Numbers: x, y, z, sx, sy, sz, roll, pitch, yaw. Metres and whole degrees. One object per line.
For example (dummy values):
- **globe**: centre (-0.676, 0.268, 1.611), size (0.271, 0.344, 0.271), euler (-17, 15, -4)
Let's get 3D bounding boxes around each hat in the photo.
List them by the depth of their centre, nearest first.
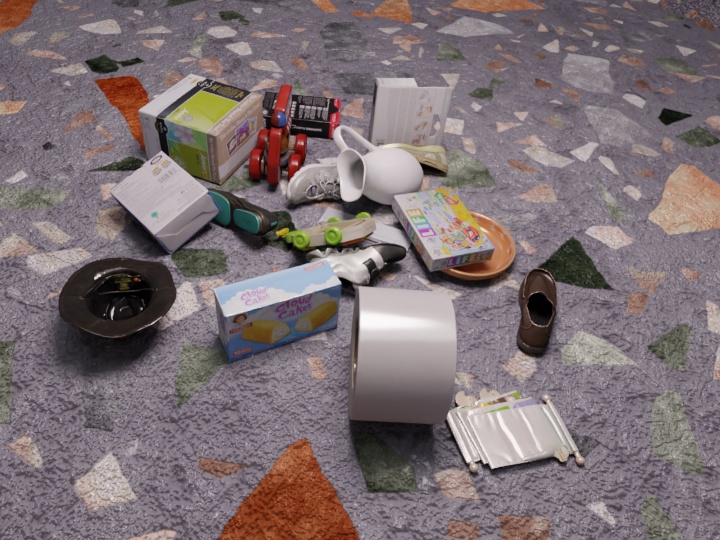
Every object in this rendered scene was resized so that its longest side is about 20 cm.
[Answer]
- **hat**: centre (-0.400, 0.064, 0.985), size (0.200, 0.081, 0.201), euler (6, 36, -5)

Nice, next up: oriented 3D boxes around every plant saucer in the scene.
- **plant saucer**: centre (0.215, -0.049, 1.210), size (0.200, 0.037, 0.200), euler (4, 44, -4)

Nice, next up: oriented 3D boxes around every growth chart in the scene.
- **growth chart**: centre (0.234, 0.247, 0.929), size (0.200, 0.018, 0.145), euler (-3, 45, -10)

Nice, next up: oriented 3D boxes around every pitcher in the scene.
- **pitcher**: centre (0.034, -0.225, 1.259), size (0.200, 0.121, 0.172), euler (-5, 74, -45)

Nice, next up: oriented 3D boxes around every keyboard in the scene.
- **keyboard**: centre (0.013, -0.088, 1.243), size (0.200, 0.011, 0.056), euler (19, 41, 11)

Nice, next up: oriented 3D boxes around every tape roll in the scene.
- **tape roll**: centre (0.057, 0.128, 0.894), size (0.139, 0.203, 0.203), euler (4, 45, -3)

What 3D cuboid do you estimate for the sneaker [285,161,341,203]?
- **sneaker**: centre (-0.071, -0.189, 1.283), size (0.200, 0.075, 0.082), euler (-26, 52, -30)

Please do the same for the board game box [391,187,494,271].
- **board game box**: centre (0.163, -0.088, 1.191), size (0.134, 0.034, 0.200), euler (-11, 47, -17)

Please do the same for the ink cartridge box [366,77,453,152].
- **ink cartridge box**: centre (0.111, -0.349, 1.381), size (0.173, 0.200, 0.044), euler (-3, 45, -11)

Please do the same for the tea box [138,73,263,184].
- **tea box**: centre (-0.352, -0.325, 1.341), size (0.196, 0.134, 0.200), euler (20, 46, 13)

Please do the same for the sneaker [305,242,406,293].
- **sneaker**: centre (0.000, 0.000, 1.116), size (0.200, 0.074, 0.089), euler (-9, 73, -21)

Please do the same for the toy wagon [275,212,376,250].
- **toy wagon**: centre (-0.072, -0.073, 1.156), size (0.200, 0.040, 0.155), euler (-7, 13, 26)

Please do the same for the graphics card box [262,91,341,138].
- **graphics card box**: centre (-0.152, -0.395, 1.498), size (0.200, 0.051, 0.126), euler (5, 45, -4)

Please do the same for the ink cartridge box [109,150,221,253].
- **ink cartridge box**: centre (-0.395, -0.146, 1.172), size (0.200, 0.076, 0.136), euler (39, 72, 25)

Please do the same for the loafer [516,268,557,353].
- **loafer**: centre (0.335, 0.061, 1.090), size (0.073, 0.071, 0.200), euler (13, 45, 5)

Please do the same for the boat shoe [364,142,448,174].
- **boat shoe**: centre (0.109, -0.255, 1.385), size (0.200, 0.073, 0.063), euler (-2, 76, -17)

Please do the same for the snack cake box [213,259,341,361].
- **snack cake box**: centre (-0.137, 0.065, 0.992), size (0.200, 0.115, 0.067), euler (-16, 50, -22)

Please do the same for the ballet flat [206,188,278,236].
- **ballet flat**: centre (-0.244, -0.117, 1.195), size (0.200, 0.068, 0.068), euler (27, 29, 31)

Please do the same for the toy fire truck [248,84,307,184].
- **toy fire truck**: centre (-0.181, -0.296, 1.310), size (0.112, 0.168, 0.200), euler (7, 44, -1)
